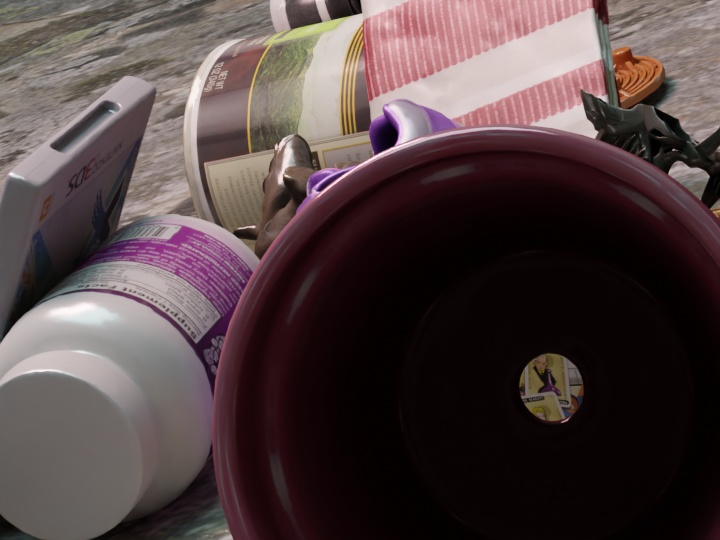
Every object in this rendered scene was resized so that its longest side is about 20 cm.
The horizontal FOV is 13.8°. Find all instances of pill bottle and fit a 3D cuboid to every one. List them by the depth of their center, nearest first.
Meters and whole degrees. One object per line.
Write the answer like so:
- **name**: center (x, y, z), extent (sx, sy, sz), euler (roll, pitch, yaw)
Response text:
- **pill bottle**: center (-0.112, 0.053, 1.410), extent (0.112, 0.113, 0.200), euler (-13, 15, 18)

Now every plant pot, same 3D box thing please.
- **plant pot**: center (0.059, 0.051, 1.072), extent (0.199, 0.201, 0.179), euler (-16, -3, 9)

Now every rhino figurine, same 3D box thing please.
- **rhino figurine**: center (-0.024, -0.011, 1.535), extent (0.059, 0.088, 0.200), euler (3, 25, -20)

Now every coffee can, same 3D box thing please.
- **coffee can**: center (0.022, -0.074, 1.661), extent (0.199, 0.147, 0.146), euler (-10, 16, 33)

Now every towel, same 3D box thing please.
- **towel**: center (0.068, -0.081, 1.524), extent (0.143, 0.201, 0.023), euler (-20, -29, 28)

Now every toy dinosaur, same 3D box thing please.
- **toy dinosaur**: center (0.133, 0.004, 1.312), extent (0.199, 0.137, 0.102), euler (16, -4, 31)

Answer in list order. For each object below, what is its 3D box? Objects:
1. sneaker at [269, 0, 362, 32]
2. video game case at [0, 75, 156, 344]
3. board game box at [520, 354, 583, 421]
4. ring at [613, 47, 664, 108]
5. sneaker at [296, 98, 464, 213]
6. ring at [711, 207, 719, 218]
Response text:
- **sneaker**: center (0.009, -0.251, 2.554), extent (0.111, 0.073, 0.200), euler (-8, 25, 26)
- **video game case**: center (-0.161, 0.018, 1.479), extent (0.022, 0.201, 0.182), euler (21, 22, 7)
- **board game box**: center (0.125, 0.037, 1.177), extent (0.199, 0.105, 0.023), euler (-5, 14, 45)
- **ring**: center (0.099, -0.107, 1.929), extent (0.199, 0.019, 0.201), euler (-17, 15, 5)
- **sneaker**: center (0.000, 0.000, 1.392), extent (0.201, 0.088, 0.080), euler (-57, 5, -24)
- **ring**: center (0.157, 0.008, 1.436), extent (0.199, 0.019, 0.201), euler (-17, 14, 4)
